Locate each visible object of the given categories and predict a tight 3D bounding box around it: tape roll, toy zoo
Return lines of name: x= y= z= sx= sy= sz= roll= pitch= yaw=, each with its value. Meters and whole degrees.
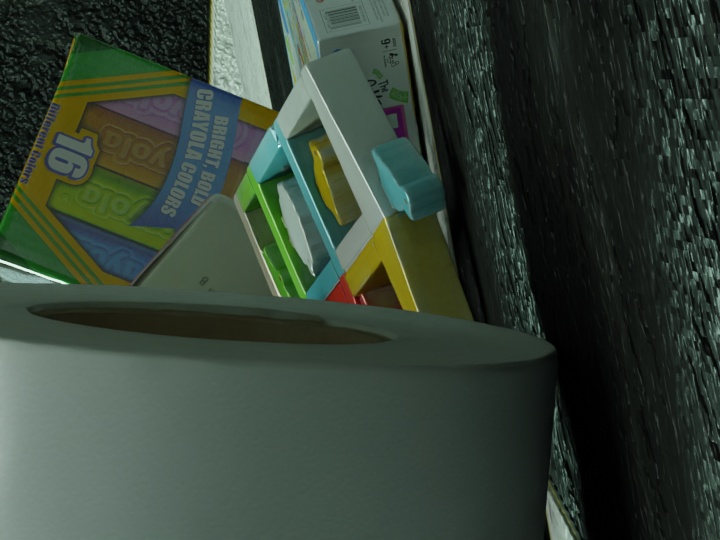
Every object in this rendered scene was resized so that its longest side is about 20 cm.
tape roll: x=-0.044 y=0.048 z=0.819 sx=0.202 sy=0.201 sz=0.071 roll=-139 pitch=53 yaw=-84
toy zoo: x=0.000 y=0.000 z=1.080 sx=0.132 sy=0.020 sz=0.200 roll=67 pitch=164 yaw=9

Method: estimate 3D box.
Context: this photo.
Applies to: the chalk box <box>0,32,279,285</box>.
chalk box: x=-0.070 y=-0.018 z=1.453 sx=0.124 sy=0.199 sz=0.125 roll=113 pitch=178 yaw=-80

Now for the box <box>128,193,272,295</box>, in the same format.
box: x=-0.042 y=0.080 z=1.284 sx=0.128 sy=0.109 sz=0.200 roll=34 pitch=159 yaw=18

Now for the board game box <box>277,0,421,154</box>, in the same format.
board game box: x=-0.007 y=-0.083 z=1.190 sx=0.200 sy=0.034 sz=0.135 roll=-108 pitch=7 yaw=-57
